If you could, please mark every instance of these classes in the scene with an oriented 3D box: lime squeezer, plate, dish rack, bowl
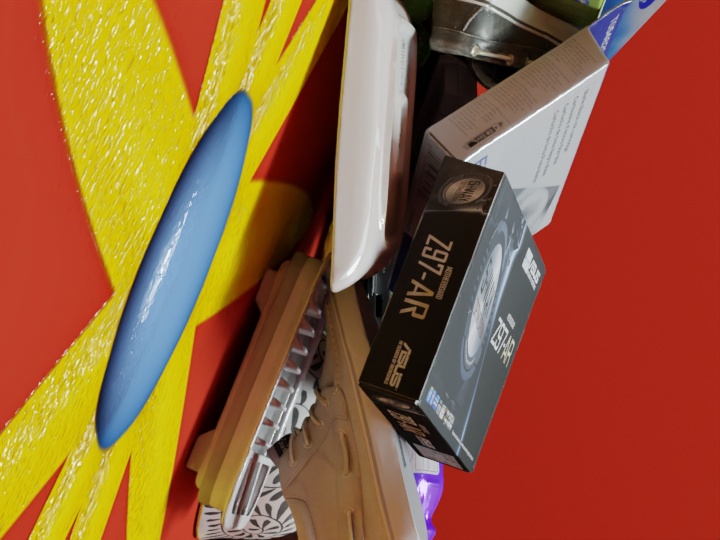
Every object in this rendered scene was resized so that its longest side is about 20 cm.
[{"bbox_3d":[0.032,-0.169,1.443,0.071,0.037,0.201,-66,170,-47],"label":"lime squeezer"},{"bbox_3d":[0.012,-0.089,1.317,0.200,0.032,0.202,-16,110,-83],"label":"plate"},{"bbox_3d":[-0.069,0.080,1.423,0.172,0.043,0.201,68,44,-82],"label":"dish rack"},{"bbox_3d":[-0.047,0.134,1.588,0.201,0.094,0.202,21,90,-85],"label":"bowl"}]

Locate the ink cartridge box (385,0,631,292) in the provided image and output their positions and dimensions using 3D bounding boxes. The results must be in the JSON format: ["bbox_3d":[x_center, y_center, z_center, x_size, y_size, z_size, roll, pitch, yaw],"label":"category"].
[{"bbox_3d":[0.114,-0.078,1.445,0.200,0.041,0.200,-35,159,-25],"label":"ink cartridge box"}]

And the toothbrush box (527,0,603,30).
[{"bbox_3d":[0.114,-0.244,1.409,0.200,0.145,0.087,81,31,-79],"label":"toothbrush box"}]

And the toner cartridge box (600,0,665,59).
[{"bbox_3d":[0.179,-0.206,1.570,0.200,0.043,0.095,-47,-152,39],"label":"toner cartridge box"}]

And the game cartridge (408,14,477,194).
[{"bbox_3d":[0.055,-0.149,1.538,0.201,0.038,0.130,-89,-170,-48],"label":"game cartridge"}]

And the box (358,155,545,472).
[{"bbox_3d":[0.065,0.034,1.352,0.200,0.043,0.161,56,53,-67],"label":"box"}]

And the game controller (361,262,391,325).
[{"bbox_3d":[0.000,0.000,1.506,0.104,0.042,0.202,-10,100,-80],"label":"game controller"}]

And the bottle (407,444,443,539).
[{"bbox_3d":[0.026,0.163,1.647,0.065,0.083,0.201,15,70,-51],"label":"bottle"}]

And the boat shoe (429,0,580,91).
[{"bbox_3d":[0.103,-0.155,1.434,0.200,0.070,0.064,18,84,-56],"label":"boat shoe"}]

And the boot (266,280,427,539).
[{"bbox_3d":[-0.022,0.108,1.387,0.074,0.095,0.201,18,59,-79],"label":"boot"}]

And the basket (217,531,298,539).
[{"bbox_3d":[-0.051,0.237,1.710,0.136,0.179,0.201,50,49,-64],"label":"basket"}]

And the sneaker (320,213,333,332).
[{"bbox_3d":[0.012,-0.017,1.633,0.074,0.083,0.201,-66,176,-49],"label":"sneaker"}]
